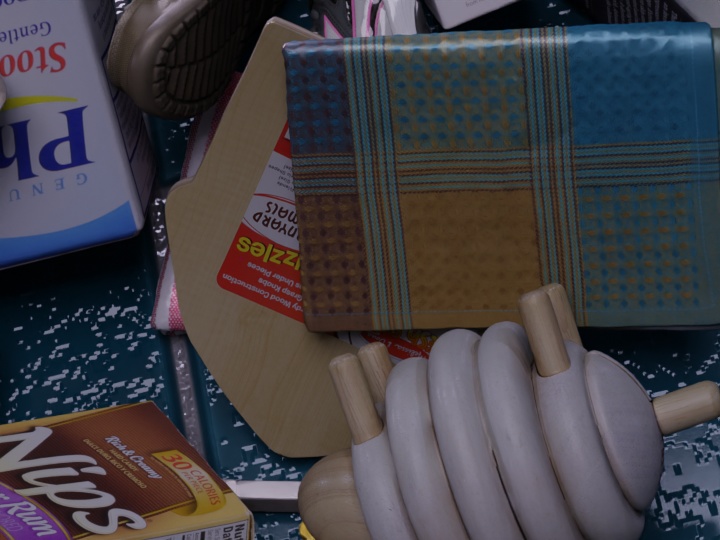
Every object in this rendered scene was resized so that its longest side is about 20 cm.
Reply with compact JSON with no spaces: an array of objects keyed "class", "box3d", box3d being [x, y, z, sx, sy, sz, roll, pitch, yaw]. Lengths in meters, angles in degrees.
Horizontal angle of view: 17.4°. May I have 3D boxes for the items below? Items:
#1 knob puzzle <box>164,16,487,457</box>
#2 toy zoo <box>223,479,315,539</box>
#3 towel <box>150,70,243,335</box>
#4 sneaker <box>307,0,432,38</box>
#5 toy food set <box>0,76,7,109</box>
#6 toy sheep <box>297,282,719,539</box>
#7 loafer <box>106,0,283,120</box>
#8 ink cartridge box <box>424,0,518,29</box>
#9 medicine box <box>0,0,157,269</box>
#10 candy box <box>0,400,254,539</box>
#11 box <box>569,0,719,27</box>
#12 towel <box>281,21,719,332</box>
[{"class":"knob puzzle","box3d":[0.000,0.000,1.115,0.218,0.221,0.031,-6,23,6]},{"class":"toy zoo","box3d":[-0.005,0.164,1.105,0.198,0.020,0.132,-1,67,8]},{"class":"towel","box3d":[0.001,-0.021,1.183,0.198,0.030,0.148,9,71,13]},{"class":"sneaker","box3d":[-0.001,-0.098,1.154,0.086,0.080,0.201,-26,67,1]},{"class":"toy food set","box3d":[-0.282,-0.081,1.075,0.199,0.060,0.144,34,105,-11]},{"class":"toy sheep","box3d":[0.065,0.082,1.048,0.199,0.138,0.139,-19,64,17]},{"class":"loafer","box3d":[-0.086,-0.138,1.182,0.067,0.077,0.200,18,30,11]},{"class":"ink cartridge box","box3d":[0.029,-0.233,1.163,0.066,0.116,0.201,-22,110,0]},{"class":"medicine box","box3d":[-0.213,-0.104,1.154,0.181,0.103,0.202,-13,108,3]},{"class":"candy box","box3d":[-0.162,0.120,1.057,0.199,0.057,0.117,-7,27,-29]},{"class":"box","box3d":[0.231,-0.162,1.155,0.200,0.123,0.199,-39,68,-8]},{"class":"towel","box3d":[0.068,-0.040,1.066,0.198,0.148,0.022,-1,23,6]}]
